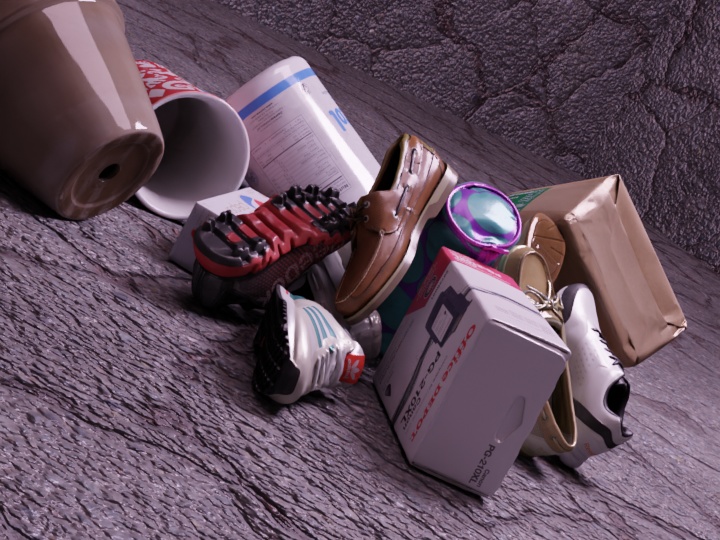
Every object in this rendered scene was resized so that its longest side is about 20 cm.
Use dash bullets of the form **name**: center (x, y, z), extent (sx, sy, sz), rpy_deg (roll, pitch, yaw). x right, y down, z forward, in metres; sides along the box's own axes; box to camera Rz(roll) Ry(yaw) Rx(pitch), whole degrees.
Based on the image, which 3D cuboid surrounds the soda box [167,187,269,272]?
- **soda box**: center (-0.121, -0.033, 1.710), extent (0.068, 0.064, 0.200), rpy_deg (31, 11, 6)

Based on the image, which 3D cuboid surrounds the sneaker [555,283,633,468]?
- **sneaker**: center (0.232, 0.099, 1.720), extent (0.074, 0.080, 0.201), rpy_deg (37, 42, -43)

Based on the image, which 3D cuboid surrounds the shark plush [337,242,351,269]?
- **shark plush**: center (0.000, 0.000, 1.746), extent (0.091, 0.083, 0.200), rpy_deg (62, -18, 21)

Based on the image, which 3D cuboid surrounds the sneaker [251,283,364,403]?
- **sneaker**: center (-0.037, 0.068, 1.454), extent (0.093, 0.071, 0.200), rpy_deg (21, 10, -9)

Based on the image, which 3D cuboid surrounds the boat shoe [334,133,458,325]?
- **boat shoe**: center (0.016, -0.039, 1.572), extent (0.068, 0.072, 0.201), rpy_deg (43, 50, -18)

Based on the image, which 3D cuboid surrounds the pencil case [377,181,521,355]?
- **pencil case**: center (0.076, 0.006, 1.671), extent (0.085, 0.200, 0.093), rpy_deg (10, 47, -24)

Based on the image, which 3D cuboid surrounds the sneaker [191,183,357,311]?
- **sneaker**: center (-0.080, -0.017, 1.582), extent (0.071, 0.098, 0.200), rpy_deg (41, 40, 25)

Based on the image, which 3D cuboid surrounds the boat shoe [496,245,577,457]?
- **boat shoe**: center (0.171, 0.074, 1.640), extent (0.073, 0.202, 0.063), rpy_deg (10, -16, -40)

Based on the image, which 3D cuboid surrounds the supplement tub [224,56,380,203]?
- **supplement tub**: center (-0.061, -0.119, 1.891), extent (0.201, 0.132, 0.132), rpy_deg (54, 13, 0)

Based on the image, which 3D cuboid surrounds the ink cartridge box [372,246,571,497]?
- **ink cartridge box**: center (0.091, 0.084, 1.510), extent (0.084, 0.145, 0.200), rpy_deg (24, 12, -16)

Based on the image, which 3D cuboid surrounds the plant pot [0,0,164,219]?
- **plant pot**: center (-0.271, -0.149, 1.586), extent (0.174, 0.200, 0.200), rpy_deg (51, 19, 20)

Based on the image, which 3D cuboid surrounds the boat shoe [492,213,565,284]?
- **boat shoe**: center (0.144, 0.024, 1.731), extent (0.072, 0.072, 0.201), rpy_deg (47, 43, -21)

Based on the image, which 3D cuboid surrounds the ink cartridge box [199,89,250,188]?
- **ink cartridge box**: center (-0.126, -0.138, 2.044), extent (0.199, 0.085, 0.144), rpy_deg (23, 3, -25)

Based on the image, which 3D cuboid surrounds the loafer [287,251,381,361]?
- **loafer**: center (-0.045, 0.021, 1.632), extent (0.069, 0.070, 0.200), rpy_deg (-10, 31, -21)

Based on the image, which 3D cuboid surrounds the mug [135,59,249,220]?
- **mug**: center (-0.227, -0.157, 1.825), extent (0.177, 0.134, 0.200), rpy_deg (25, 9, -29)

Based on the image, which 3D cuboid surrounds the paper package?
- **paper package**: center (0.226, 0.006, 1.892), extent (0.200, 0.103, 0.192), rpy_deg (-8, -68, 56)
